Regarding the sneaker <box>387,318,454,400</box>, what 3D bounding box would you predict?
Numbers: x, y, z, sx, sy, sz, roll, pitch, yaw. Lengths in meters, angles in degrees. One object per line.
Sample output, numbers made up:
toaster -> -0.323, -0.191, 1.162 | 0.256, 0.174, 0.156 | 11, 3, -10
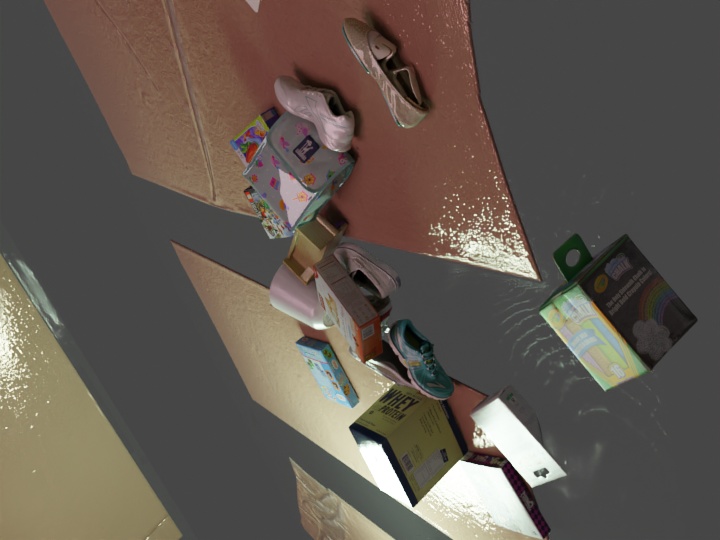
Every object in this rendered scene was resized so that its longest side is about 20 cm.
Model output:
sneaker -> 0.133, 0.193, 1.821 | 0.201, 0.077, 0.080 | 51, 146, 4

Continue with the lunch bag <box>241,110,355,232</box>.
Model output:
lunch bag -> -0.117, -0.208, 1.665 | 0.171, 0.121, 0.200 | 48, 129, 8

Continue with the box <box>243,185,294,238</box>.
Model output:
box -> -0.194, -0.146, 1.990 | 0.199, 0.037, 0.138 | -1, 122, 60

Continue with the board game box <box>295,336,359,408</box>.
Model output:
board game box -> -0.094, 0.286, 2.372 | 0.150, 0.036, 0.203 | 9, 129, 57

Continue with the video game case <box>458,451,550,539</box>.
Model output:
video game case -> 0.326, 0.513, 1.932 | 0.202, 0.036, 0.180 | 58, 155, -10

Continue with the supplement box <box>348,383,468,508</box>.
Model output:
supplement box -> 0.114, 0.390, 1.950 | 0.133, 0.199, 0.203 | 12, 134, 54

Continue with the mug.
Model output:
mug -> -0.101, 0.056, 2.002 | 0.152, 0.185, 0.152 | 32, 121, 30

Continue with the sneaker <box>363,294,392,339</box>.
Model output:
sneaker -> 0.039, 0.117, 1.883 | 0.114, 0.070, 0.199 | 61, 162, -9

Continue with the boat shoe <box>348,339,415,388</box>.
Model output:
boat shoe -> 0.067, 0.208, 1.884 | 0.199, 0.076, 0.065 | 26, 150, -16

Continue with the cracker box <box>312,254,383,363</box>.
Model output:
cracker box -> -0.028, 0.082, 1.808 | 0.201, 0.057, 0.135 | 52, 161, 35

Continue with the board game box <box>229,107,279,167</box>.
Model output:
board game box -> -0.181, -0.229, 1.813 | 0.133, 0.045, 0.202 | -27, 100, 48

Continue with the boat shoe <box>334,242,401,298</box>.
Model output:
boat shoe -> 0.000, 0.000, 1.808 | 0.198, 0.065, 0.075 | 26, 145, 44

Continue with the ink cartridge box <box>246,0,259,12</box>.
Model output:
ink cartridge box -> -0.169, -0.544, 1.406 | 0.117, 0.067, 0.200 | 51, 153, 6

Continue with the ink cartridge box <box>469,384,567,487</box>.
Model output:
ink cartridge box -> 0.325, 0.336, 1.703 | 0.200, 0.050, 0.161 | 46, 154, 6

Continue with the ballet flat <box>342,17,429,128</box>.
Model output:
ballet flat -> 0.046, -0.324, 1.341 | 0.062, 0.068, 0.202 | -23, 108, 36

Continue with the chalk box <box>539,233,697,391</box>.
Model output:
chalk box -> 0.347, 0.044, 1.196 | 0.201, 0.124, 0.124 | 51, 155, 7

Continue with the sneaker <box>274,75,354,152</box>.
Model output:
sneaker -> -0.080, -0.311, 1.565 | 0.200, 0.070, 0.081 | 42, 138, 17

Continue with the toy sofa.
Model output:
toy sofa -> -0.103, -0.060, 1.865 | 0.083, 0.098, 0.201 | 42, 154, 7
